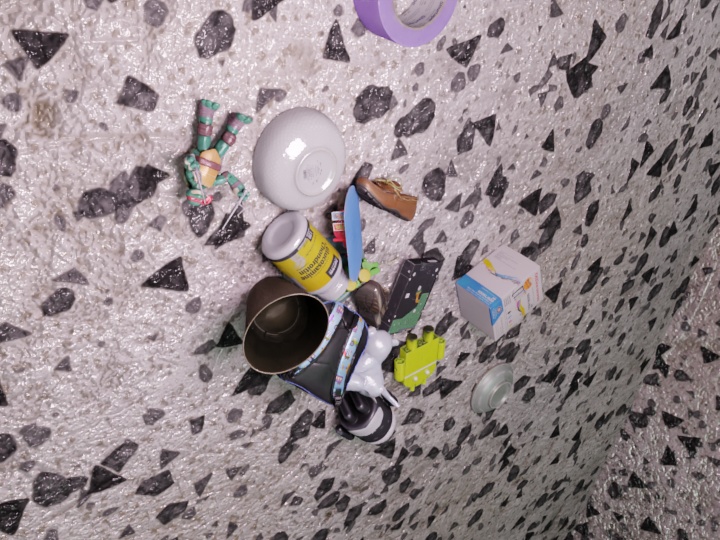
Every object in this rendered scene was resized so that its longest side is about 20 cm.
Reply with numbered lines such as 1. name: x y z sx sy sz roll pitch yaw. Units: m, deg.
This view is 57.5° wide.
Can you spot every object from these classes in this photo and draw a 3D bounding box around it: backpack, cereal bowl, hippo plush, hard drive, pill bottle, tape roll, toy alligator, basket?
1. backpack: -0.086 0.166 1.436 0.181 0.134 0.202 33 81 -27
2. cereal bowl: -0.105 -0.205 1.268 0.198 0.083 0.203 -24 132 -29
3. hippo plush: 0.004 0.214 1.598 0.157 0.199 0.164 20 87 -34
4. hard drive: 0.128 0.064 1.678 0.139 0.038 0.203 -6 121 -52
5. pill bottle: -0.107 -0.022 1.358 0.112 0.112 0.200 -47 133 -4
6. tape roll: 0.087 -0.527 1.216 0.197 0.085 0.203 -22 130 -28
7. toy alligator: 0.000 0.000 1.491 0.198 0.059 0.055 -32 94 -21
8. basket: -0.164 0.094 1.313 0.179 0.200 0.137 -38 111 -4

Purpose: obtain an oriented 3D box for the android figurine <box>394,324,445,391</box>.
1. android figurine: 0.166 0.254 1.859 0.180 0.041 0.203 -21 128 -31

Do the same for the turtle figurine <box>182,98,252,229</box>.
1. turtle figurine: -0.260 -0.182 1.133 0.149 0.099 0.204 11 96 -60

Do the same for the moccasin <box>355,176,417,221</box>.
1. moccasin: 0.063 -0.170 1.450 0.200 0.073 0.079 20 95 -44

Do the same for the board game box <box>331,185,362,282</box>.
1. board game box: -0.031 -0.079 1.400 0.159 0.038 0.204 -67 155 -64

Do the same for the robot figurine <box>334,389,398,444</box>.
1. robot figurine: 0.015 0.386 1.756 0.200 0.148 0.127 46 48 -48

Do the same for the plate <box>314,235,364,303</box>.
1. plate: -0.064 0.015 1.499 0.198 0.025 0.203 -23 130 -30

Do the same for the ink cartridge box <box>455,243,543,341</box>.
1. ink cartridge box: 0.393 0.059 1.847 0.199 0.144 0.149 -37 136 -17

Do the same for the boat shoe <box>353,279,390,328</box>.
1. boat shoe: 0.031 0.065 1.570 0.074 0.074 0.201 -57 168 -23

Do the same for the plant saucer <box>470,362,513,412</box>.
1. plant saucer: 0.458 0.409 2.219 0.198 0.050 0.203 -24 132 -29
